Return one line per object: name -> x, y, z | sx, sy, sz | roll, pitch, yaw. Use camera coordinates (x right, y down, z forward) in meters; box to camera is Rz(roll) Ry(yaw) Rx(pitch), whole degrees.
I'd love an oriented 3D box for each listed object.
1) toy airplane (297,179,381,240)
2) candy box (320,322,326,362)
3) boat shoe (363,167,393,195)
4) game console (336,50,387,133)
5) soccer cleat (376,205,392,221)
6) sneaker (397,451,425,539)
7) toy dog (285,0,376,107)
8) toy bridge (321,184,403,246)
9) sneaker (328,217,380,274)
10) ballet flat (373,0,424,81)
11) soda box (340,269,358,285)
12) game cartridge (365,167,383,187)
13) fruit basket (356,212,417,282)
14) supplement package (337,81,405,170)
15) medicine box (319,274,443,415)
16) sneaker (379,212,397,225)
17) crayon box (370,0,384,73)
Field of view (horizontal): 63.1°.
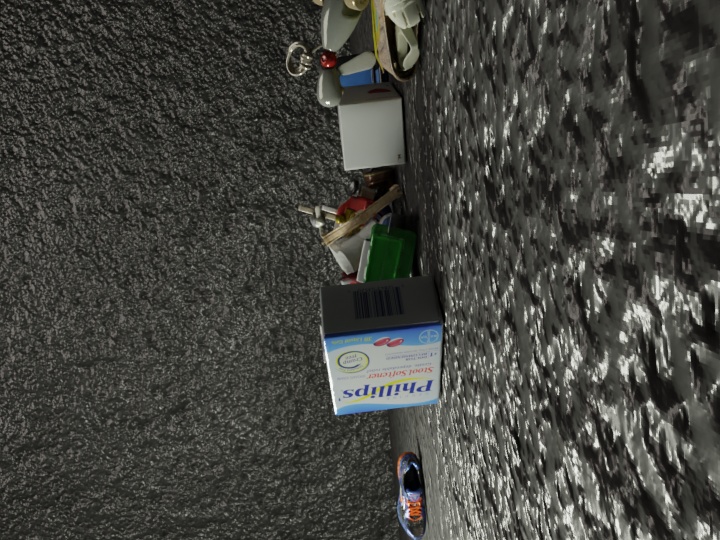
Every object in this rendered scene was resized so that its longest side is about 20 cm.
toy airplane -> -0.026, -0.109, 1.358 | 0.199, 0.194, 0.146 | 37, -122, -66
candy box -> 0.022, 0.120, 1.149 | 0.168, 0.193, 0.074 | -110, 13, -88
boat shoe -> 0.050, -0.202, 1.397 | 0.200, 0.070, 0.070 | -18, -84, -85
game console -> 0.004, -0.397, 1.354 | 0.171, 0.114, 0.207 | -99, 3, -76
soccer cleat -> 0.070, -0.082, 1.471 | 0.076, 0.065, 0.207 | -19, 64, 51
sneaker -> 0.126, 0.560, 1.453 | 0.079, 0.073, 0.207 | 106, 156, -79
toy dog -> -0.028, -0.377, 0.935 | 0.132, 0.095, 0.202 | 45, 130, 19
toy bridge -> 0.002, -0.110, 1.201 | 0.028, 0.197, 0.067 | 56, 179, -9
sneaker -> 0.001, -0.053, 1.231 | 0.075, 0.115, 0.200 | 54, 171, -13
ballet flat -> 0.056, -0.323, 0.752 | 0.068, 0.067, 0.201 | 62, 175, 23
soda box -> 0.000, 0.000, 1.349 | 0.201, 0.068, 0.065 | -83, -16, -63
game cartridge -> 0.031, -0.182, 1.550 | 0.132, 0.037, 0.204 | 85, -163, -50
fruit basket -> 0.051, -0.013, 1.098 | 0.200, 0.091, 0.191 | -44, -35, -82
supplement package -> 0.017, -0.287, 1.143 | 0.201, 0.117, 0.123 | -99, 3, -64
medicine box -> 0.034, 0.121, 0.926 | 0.105, 0.176, 0.204 | -97, 1, -47
sneaker -> 0.065, -0.018, 1.260 | 0.077, 0.073, 0.207 | -98, 3, -79
crayon box -> 0.042, -0.417, 0.881 | 0.128, 0.049, 0.205 | -97, 2, -59
